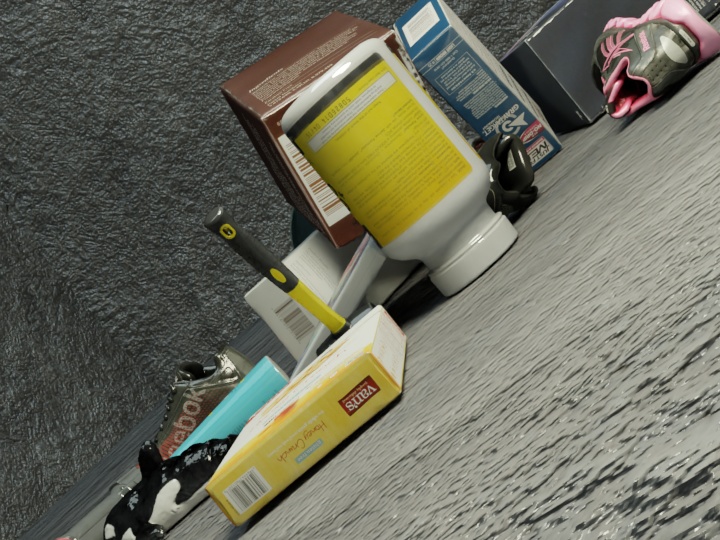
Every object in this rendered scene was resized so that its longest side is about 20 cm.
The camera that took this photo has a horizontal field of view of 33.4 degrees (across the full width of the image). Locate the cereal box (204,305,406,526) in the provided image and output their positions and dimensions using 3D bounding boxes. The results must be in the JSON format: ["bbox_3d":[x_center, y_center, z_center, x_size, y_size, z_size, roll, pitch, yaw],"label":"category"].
[{"bbox_3d":[-0.032,0.096,0.859,0.144,0.040,0.200,-41,4,6],"label":"cereal box"}]

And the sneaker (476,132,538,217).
[{"bbox_3d":[0.111,-0.072,1.138,0.114,0.077,0.199,-34,2,2],"label":"sneaker"}]

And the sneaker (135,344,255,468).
[{"bbox_3d":[-0.184,0.157,1.305,0.200,0.098,0.071,-42,5,14],"label":"sneaker"}]

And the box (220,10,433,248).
[{"bbox_3d":[-0.025,-0.157,1.280,0.163,0.167,0.200,-34,25,-6],"label":"box"}]

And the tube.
[{"bbox_3d":[-0.144,0.170,1.155,0.200,0.050,0.078,-44,-25,-4],"label":"tube"}]

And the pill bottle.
[{"bbox_3d":[0.036,-0.081,0.982,0.112,0.200,0.112,-40,3,3],"label":"pill bottle"}]

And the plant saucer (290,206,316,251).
[{"bbox_3d":[0.001,-0.074,1.465,0.200,0.201,0.027,-41,39,-2],"label":"plant saucer"}]

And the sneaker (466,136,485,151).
[{"bbox_3d":[0.133,-0.117,1.403,0.105,0.075,0.201,-44,9,30],"label":"sneaker"}]

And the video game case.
[{"bbox_3d":[0.000,0.000,1.135,0.201,0.023,0.183,-61,2,39],"label":"video game case"}]

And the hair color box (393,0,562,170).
[{"bbox_3d":[0.126,-0.197,1.286,0.060,0.200,0.100,-39,32,17],"label":"hair color box"}]

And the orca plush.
[{"bbox_3d":[-0.172,0.183,1.059,0.200,0.071,0.105,-38,4,39],"label":"orca plush"}]

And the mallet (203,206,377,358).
[{"bbox_3d":[-0.056,0.023,0.941,0.066,0.199,0.041,-49,34,10],"label":"mallet"}]

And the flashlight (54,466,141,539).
[{"bbox_3d":[-0.260,0.263,1.149,0.067,0.069,0.200,-11,15,27],"label":"flashlight"}]

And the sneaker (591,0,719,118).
[{"bbox_3d":[0.241,-0.176,1.073,0.096,0.079,0.200,-53,4,-7],"label":"sneaker"}]

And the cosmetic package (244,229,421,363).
[{"bbox_3d":[-0.025,0.006,1.332,0.081,0.113,0.200,-37,4,39],"label":"cosmetic package"}]

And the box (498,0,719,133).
[{"bbox_3d":[0.276,-0.268,1.355,0.198,0.123,0.200,-42,3,0],"label":"box"}]
